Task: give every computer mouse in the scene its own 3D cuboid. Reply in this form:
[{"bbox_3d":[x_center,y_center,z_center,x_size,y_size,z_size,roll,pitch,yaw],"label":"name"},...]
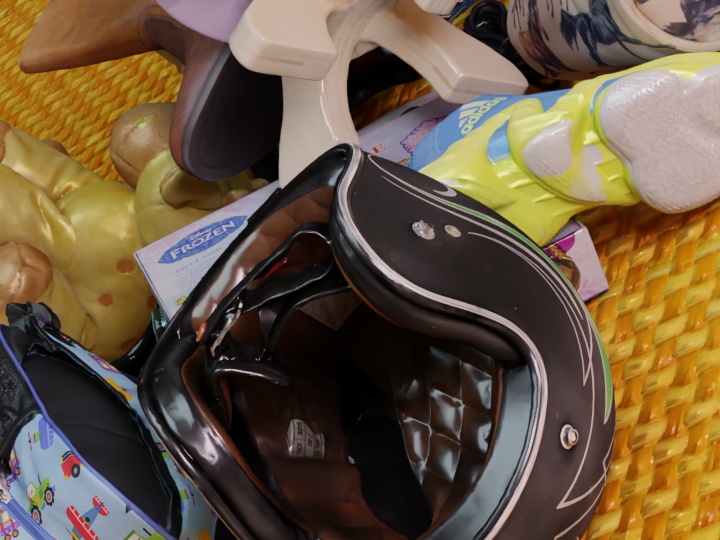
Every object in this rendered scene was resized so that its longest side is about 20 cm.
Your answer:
[{"bbox_3d":[0.024,-0.072,1.610,0.200,0.044,0.110,-44,26,10],"label":"computer mouse"}]

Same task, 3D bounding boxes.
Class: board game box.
[{"bbox_3d":[0.000,0.000,1.463,0.199,0.041,0.200,-27,29,-4],"label":"board game box"}]

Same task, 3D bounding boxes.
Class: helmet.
[{"bbox_3d":[0.019,0.058,1.270,0.200,0.191,0.200,-46,12,12],"label":"helmet"}]

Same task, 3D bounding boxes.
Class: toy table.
[{"bbox_3d":[-0.012,-0.135,1.466,0.117,0.199,0.184,58,138,35],"label":"toy table"}]

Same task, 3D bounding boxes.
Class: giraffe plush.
[{"bbox_3d":[-0.130,-0.027,1.649,0.162,0.200,0.173,-34,4,22],"label":"giraffe plush"}]

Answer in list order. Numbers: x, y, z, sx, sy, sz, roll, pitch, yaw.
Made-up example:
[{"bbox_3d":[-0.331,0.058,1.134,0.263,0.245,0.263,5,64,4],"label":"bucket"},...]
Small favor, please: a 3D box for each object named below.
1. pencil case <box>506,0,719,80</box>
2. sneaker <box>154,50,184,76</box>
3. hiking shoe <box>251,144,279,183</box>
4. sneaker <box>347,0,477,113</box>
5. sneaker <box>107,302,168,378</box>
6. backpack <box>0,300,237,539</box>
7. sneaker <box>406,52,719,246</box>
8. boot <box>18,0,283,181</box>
[{"bbox_3d":[0.139,-0.140,1.429,0.089,0.078,0.200,-28,6,-12],"label":"pencil case"},{"bbox_3d":[-0.070,-0.196,1.754,0.075,0.076,0.200,-47,8,45],"label":"sneaker"},{"bbox_3d":[-0.044,-0.083,1.719,0.200,0.074,0.087,-45,30,31],"label":"hiking shoe"},{"bbox_3d":[0.037,-0.144,1.607,0.200,0.078,0.090,-38,41,18],"label":"sneaker"},{"bbox_3d":[-0.063,0.032,1.566,0.200,0.079,0.075,-42,25,10],"label":"sneaker"},{"bbox_3d":[-0.110,0.133,1.402,0.135,0.182,0.200,-54,36,7],"label":"backpack"},{"bbox_3d":[0.107,-0.069,1.382,0.199,0.076,0.105,-17,27,0],"label":"sneaker"},{"bbox_3d":[-0.121,-0.129,1.618,0.199,0.068,0.189,0,62,36],"label":"boot"}]
